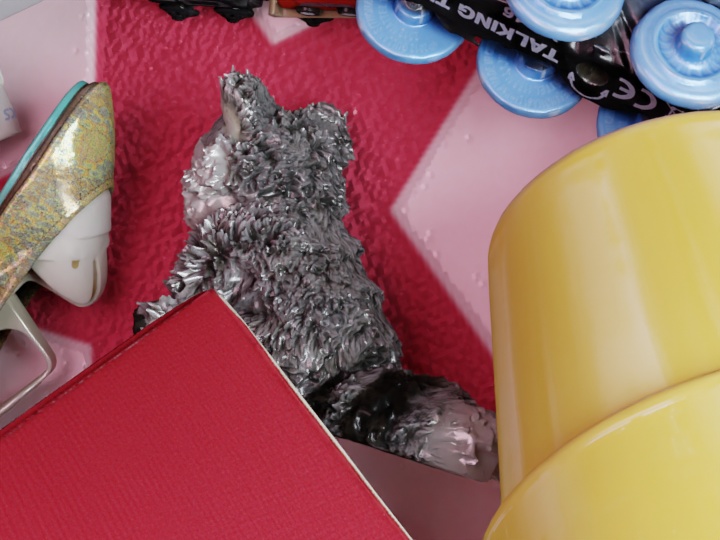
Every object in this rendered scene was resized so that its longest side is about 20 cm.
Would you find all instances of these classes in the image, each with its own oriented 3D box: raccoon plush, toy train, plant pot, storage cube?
[{"bbox_3d":[0.000,0.000,1.055,0.199,0.097,0.134,17,85,27],"label":"raccoon plush"},{"bbox_3d":[0.085,-0.119,1.008,0.199,0.087,0.114,26,63,5],"label":"toy train"},{"bbox_3d":[0.130,0.054,0.933,0.200,0.201,0.189,-28,56,20],"label":"plant pot"},{"bbox_3d":[-0.075,0.141,0.920,0.180,0.171,0.200,-35,78,-14],"label":"storage cube"},{"bbox_3d":[-0.009,-0.122,1.102,0.199,0.046,0.034,5,84,27],"label":"toy train"}]

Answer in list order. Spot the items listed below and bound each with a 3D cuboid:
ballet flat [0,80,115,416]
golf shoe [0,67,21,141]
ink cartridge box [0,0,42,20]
[{"bbox_3d":[-0.151,0.011,1.149,0.071,0.071,0.200,41,100,26],"label":"ballet flat"},{"bbox_3d":[-0.188,-0.099,1.188,0.097,0.078,0.201,25,96,6],"label":"golf shoe"},{"bbox_3d":[-0.142,-0.202,1.114,0.199,0.088,0.146,-28,69,-8],"label":"ink cartridge box"}]
